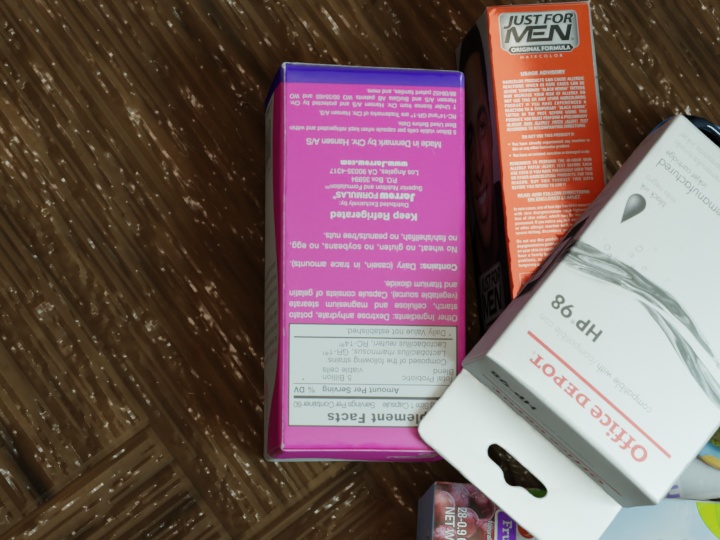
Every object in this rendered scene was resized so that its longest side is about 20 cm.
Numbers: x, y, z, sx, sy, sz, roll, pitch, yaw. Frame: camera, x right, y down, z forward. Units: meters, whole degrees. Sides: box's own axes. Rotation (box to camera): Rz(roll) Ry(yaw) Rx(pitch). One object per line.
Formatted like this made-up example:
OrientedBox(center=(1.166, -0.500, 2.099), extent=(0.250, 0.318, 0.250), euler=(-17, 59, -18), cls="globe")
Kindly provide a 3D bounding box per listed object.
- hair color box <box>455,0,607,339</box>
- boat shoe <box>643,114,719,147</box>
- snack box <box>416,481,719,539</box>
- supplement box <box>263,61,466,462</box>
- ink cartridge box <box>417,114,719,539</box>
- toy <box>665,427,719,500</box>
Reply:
OrientedBox(center=(0.095, -0.034, 1.234), extent=(0.061, 0.102, 0.202), euler=(-3, 82, -8), cls="hair color box")
OrientedBox(center=(0.225, 0.002, 1.261), extent=(0.200, 0.069, 0.084), euler=(44, 80, -1), cls="boat shoe")
OrientedBox(center=(0.128, 0.205, 1.217), extent=(0.198, 0.068, 0.170), euler=(4, 75, -8), cls="snack box")
OrientedBox(center=(0.000, 0.000, 1.218), extent=(0.102, 0.101, 0.202), euler=(2, 83, -7), cls="supplement box")
OrientedBox(center=(0.134, 0.038, 1.145), extent=(0.116, 0.067, 0.200), euler=(40, 78, -2), cls="ink cartridge box")
OrientedBox(center=(0.218, 0.061, 1.211), extent=(0.198, 0.047, 0.116), euler=(-11, 90, 21), cls="toy")
